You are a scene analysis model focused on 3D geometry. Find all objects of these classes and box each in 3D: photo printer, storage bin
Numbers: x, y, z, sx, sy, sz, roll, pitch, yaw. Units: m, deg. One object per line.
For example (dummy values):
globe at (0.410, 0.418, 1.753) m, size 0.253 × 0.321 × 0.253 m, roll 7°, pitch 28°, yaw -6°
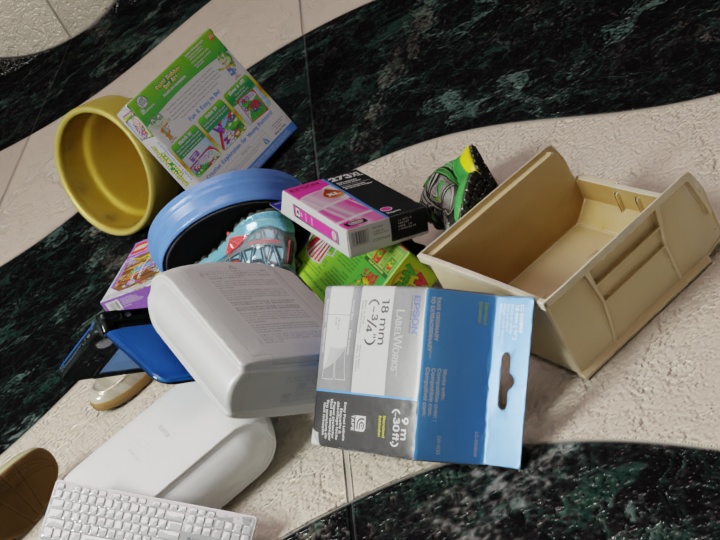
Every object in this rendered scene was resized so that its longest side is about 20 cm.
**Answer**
photo printer at (-0.181, 0.188, 1.222) m, size 0.199 × 0.070 × 0.166 m, roll -39°, pitch 27°, yaw -14°
storage bin at (0.194, -0.019, 1.153) m, size 0.198 × 0.094 × 0.199 m, roll -40°, pitch 27°, yaw -16°
photo printer at (-0.104, 0.059, 1.217) m, size 0.165 × 0.070 × 0.200 m, roll -2°, pitch 31°, yaw -38°

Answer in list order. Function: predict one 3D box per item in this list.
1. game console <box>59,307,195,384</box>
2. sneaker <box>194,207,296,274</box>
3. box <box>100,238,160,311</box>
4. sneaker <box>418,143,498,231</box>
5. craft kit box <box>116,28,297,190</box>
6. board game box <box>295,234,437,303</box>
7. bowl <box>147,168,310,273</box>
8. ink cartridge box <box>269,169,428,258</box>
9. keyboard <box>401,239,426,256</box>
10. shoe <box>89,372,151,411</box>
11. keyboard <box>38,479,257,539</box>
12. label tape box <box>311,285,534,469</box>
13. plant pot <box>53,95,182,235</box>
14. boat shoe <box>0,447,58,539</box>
game console at (-0.185, 0.100, 1.311) m, size 0.198 × 0.119 × 0.171 m, roll -4°, pitch -31°, yaw -43°
sneaker at (-0.141, 0.020, 1.426) m, size 0.200 × 0.078 × 0.096 m, roll -47°, pitch 48°, yaw 36°
box at (-0.235, -0.011, 1.653) m, size 0.198 × 0.039 × 0.138 m, roll -18°, pitch 30°, yaw 26°
sneaker at (0.107, -0.064, 1.359) m, size 0.085 × 0.078 × 0.200 m, roll -31°, pitch 17°, yaw 15°
craft kit box at (-0.218, -0.215, 1.805) m, size 0.048 × 0.198 × 0.200 m, roll -23°, pitch 22°, yaw 53°
board game box at (0.000, 0.000, 1.335) m, size 0.102 × 0.047 × 0.200 m, roll -53°, pitch 29°, yaw 4°
bowl at (-0.148, -0.040, 1.462) m, size 0.199 × 0.201 × 0.040 m, roll -27°, pitch 61°, yaw 9°
ink cartridge box at (-0.017, -0.068, 1.326) m, size 0.094 × 0.038 × 0.199 m, roll -18°, pitch 24°, yaw -23°
keyboard at (0.025, -0.011, 1.400) m, size 0.105 × 0.039 × 0.199 m, roll -58°, pitch 31°, yaw -7°
shoe at (-0.258, 0.085, 1.497) m, size 0.069 × 0.054 × 0.200 m, roll 3°, pitch 42°, yaw 48°
keyboard at (-0.190, 0.230, 1.115) m, size 0.197 × 0.011 × 0.057 m, roll 7°, pitch 61°, yaw 15°
label tape box at (0.049, 0.087, 1.074) m, size 0.198 × 0.063 × 0.147 m, roll -1°, pitch 82°, yaw 47°
plant pot at (-0.328, -0.181, 1.889) m, size 0.199 × 0.203 × 0.189 m, roll -7°, pitch 21°, yaw 39°
boat shoe at (-0.403, 0.265, 1.321) m, size 0.062 × 0.074 × 0.200 m, roll 5°, pitch 44°, yaw 46°
